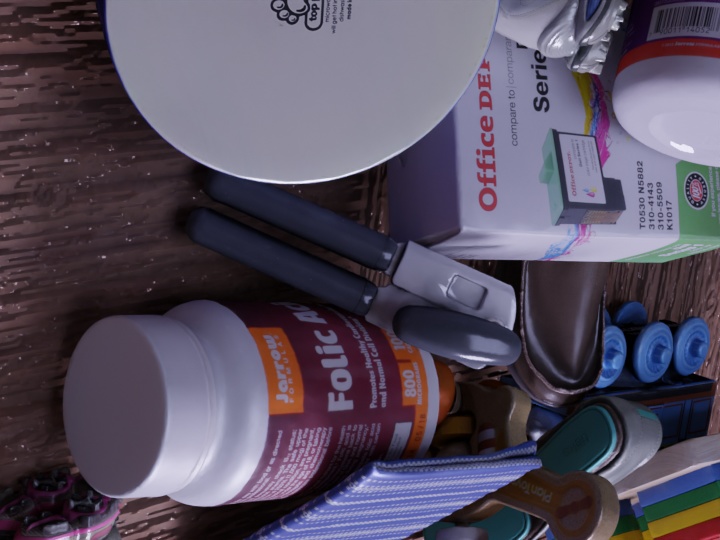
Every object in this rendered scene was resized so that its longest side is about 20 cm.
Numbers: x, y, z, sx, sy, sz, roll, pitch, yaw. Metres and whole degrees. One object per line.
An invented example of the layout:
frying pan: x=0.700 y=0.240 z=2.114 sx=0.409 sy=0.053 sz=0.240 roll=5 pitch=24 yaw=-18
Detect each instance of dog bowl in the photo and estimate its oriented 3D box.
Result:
dog bowl: x=-0.033 y=-0.147 z=0.747 sx=0.199 sy=0.079 sz=0.201 roll=-7 pitch=122 yaw=-11

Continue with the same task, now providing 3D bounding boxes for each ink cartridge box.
ink cartridge box: x=0.121 y=-0.083 z=0.912 sx=0.199 sy=0.084 sz=0.145 roll=1 pitch=82 yaw=-26

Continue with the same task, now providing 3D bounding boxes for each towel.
towel: x=-0.003 y=0.148 z=0.911 sx=0.144 sy=0.200 sz=0.024 roll=1 pitch=62 yaw=-42

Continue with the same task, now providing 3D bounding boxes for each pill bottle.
pill bottle: x=0.217 y=-0.168 z=0.862 sx=0.112 sy=0.112 sz=0.201 roll=33 pitch=66 yaw=-46
pill bottle: x=-0.060 y=0.074 z=0.851 sx=0.200 sy=0.114 sz=0.115 roll=2 pitch=105 yaw=-45

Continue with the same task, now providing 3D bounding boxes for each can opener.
can opener: x=0.000 y=0.000 z=0.840 sx=0.199 sy=0.067 sz=0.054 roll=24 pitch=92 yaw=-9

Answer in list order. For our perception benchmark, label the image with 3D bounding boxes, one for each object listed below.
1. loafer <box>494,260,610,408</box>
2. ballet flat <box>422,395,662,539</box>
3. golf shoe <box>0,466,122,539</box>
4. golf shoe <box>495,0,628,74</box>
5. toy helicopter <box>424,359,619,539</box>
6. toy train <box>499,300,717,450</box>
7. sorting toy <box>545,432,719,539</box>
loafer: x=0.131 y=-0.008 z=0.993 sx=0.073 sy=0.071 sz=0.201 roll=-4 pitch=89 yaw=-21
ballet flat: x=0.128 y=0.151 z=1.036 sx=0.064 sy=0.068 sz=0.200 roll=8 pitch=143 yaw=-44
golf shoe: x=-0.208 y=0.175 z=0.780 sx=0.200 sy=0.072 sz=0.092 roll=-14 pitch=118 yaw=-40
golf shoe: x=0.119 y=-0.209 z=0.861 sx=0.078 sy=0.097 sz=0.200 roll=99 pitch=10 yaw=-56
toy helicopter: x=0.089 y=0.141 z=0.963 sx=0.079 sy=0.200 sz=0.133 roll=20 pitch=88 yaw=-34
toy train: x=0.188 y=0.087 z=1.112 sx=0.200 sy=0.087 sz=0.115 roll=-3 pitch=103 yaw=-44
sorting toy: x=0.240 y=0.178 z=1.127 sx=0.200 sy=0.199 sz=0.070 roll=-3 pitch=70 yaw=-43
